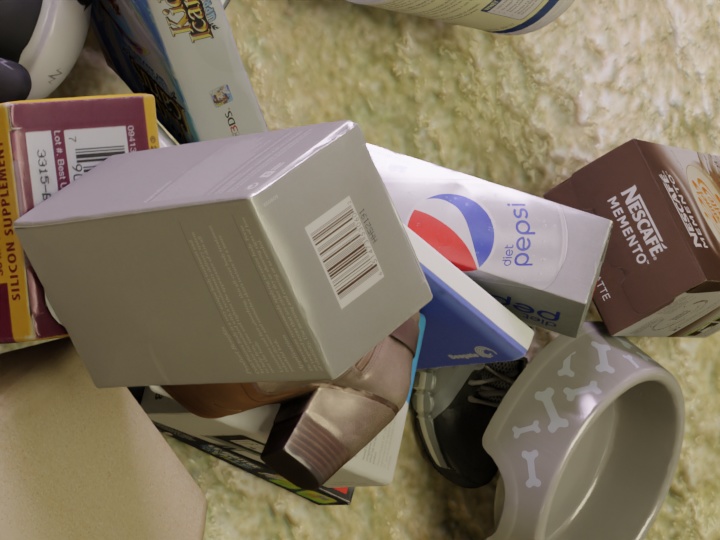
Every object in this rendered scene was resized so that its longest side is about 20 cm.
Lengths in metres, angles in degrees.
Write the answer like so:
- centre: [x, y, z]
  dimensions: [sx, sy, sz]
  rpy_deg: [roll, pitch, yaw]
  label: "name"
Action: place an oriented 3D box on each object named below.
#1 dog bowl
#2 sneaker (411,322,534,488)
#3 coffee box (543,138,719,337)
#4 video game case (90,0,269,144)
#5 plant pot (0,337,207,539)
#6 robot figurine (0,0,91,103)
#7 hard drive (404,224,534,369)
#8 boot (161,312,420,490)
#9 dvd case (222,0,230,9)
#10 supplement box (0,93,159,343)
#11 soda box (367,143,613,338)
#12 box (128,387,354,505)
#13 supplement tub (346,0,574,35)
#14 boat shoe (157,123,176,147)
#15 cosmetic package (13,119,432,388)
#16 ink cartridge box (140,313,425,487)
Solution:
- centre: [0.150, 0.137, 1.831]
  dimensions: [0.200, 0.059, 0.200]
  rpy_deg: [-35, 138, -39]
  label: "dog bowl"
- centre: [0.097, 0.046, 1.814]
  dimensions: [0.075, 0.115, 0.200]
  rpy_deg: [3, 83, -41]
  label: "sneaker"
- centre: [0.218, -0.019, 1.883]
  dimensions: [0.114, 0.080, 0.200]
  rpy_deg: [64, 22, 12]
  label: "coffee box"
- centre: [-0.128, -0.166, 1.563]
  dimensions: [0.045, 0.200, 0.181]
  rpy_deg: [-28, 124, -11]
  label: "video game case"
- centre: [-0.203, 0.150, 1.504]
  dimensions: [0.200, 0.200, 0.177]
  rpy_deg: [56, 45, -22]
  label: "plant pot"
- centre: [-0.247, -0.164, 1.530]
  dimensions: [0.200, 0.125, 0.150]
  rpy_deg: [19, 71, -40]
  label: "robot figurine"
- centre: [0.000, 0.000, 1.724]
  dimensions: [0.200, 0.132, 0.025]
  rpy_deg: [39, 61, -31]
  label: "hard drive"
- centre: [-0.048, 0.028, 1.596]
  dimensions: [0.200, 0.070, 0.146]
  rpy_deg: [47, 53, -29]
  label: "boot"
- centre: [-0.139, -0.244, 1.664]
  dimensions: [0.200, 0.022, 0.146]
  rpy_deg: [29, 92, -35]
  label: "dvd case"
- centre: [-0.205, -0.025, 1.504]
  dimensions: [0.103, 0.200, 0.131]
  rpy_deg: [-8, 90, -41]
  label: "supplement box"
- centre: [0.059, -0.023, 1.747]
  dimensions: [0.200, 0.068, 0.063]
  rpy_deg: [18, 70, 5]
  label: "soda box"
- centre: [-0.075, 0.066, 1.717]
  dimensions: [0.200, 0.035, 0.110]
  rpy_deg: [29, 68, -35]
  label: "box"
- centre: [0.047, -0.240, 1.782]
  dimensions: [0.200, 0.145, 0.145]
  rpy_deg: [7, 81, -41]
  label: "supplement tub"
- centre: [-0.137, -0.053, 1.578]
  dimensions: [0.070, 0.200, 0.071]
  rpy_deg: [-43, 105, -4]
  label: "boat shoe"
- centre: [-0.073, -0.005, 1.355]
  dimensions: [0.090, 0.200, 0.107]
  rpy_deg: [-38, 113, -34]
  label: "cosmetic package"
- centre: [-0.061, 0.052, 1.662]
  dimensions: [0.200, 0.067, 0.116]
  rpy_deg: [25, 71, -37]
  label: "ink cartridge box"
